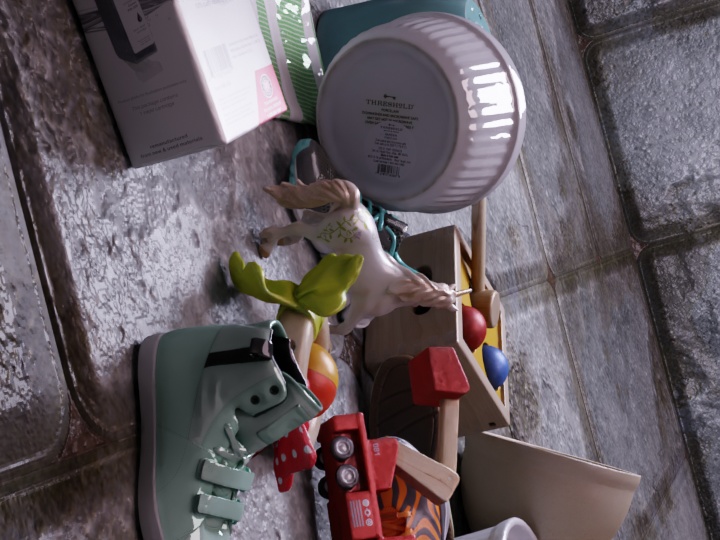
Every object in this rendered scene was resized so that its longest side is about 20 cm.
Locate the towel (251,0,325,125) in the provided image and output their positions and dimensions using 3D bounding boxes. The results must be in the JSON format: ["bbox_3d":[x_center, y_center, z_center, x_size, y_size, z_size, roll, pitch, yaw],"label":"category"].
[{"bbox_3d":[-0.081,-0.218,1.290,0.200,0.023,0.153,0,77,-70],"label":"towel"}]

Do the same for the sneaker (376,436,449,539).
[{"bbox_3d":[0.037,0.252,1.187,0.112,0.077,0.201,-23,98,-71],"label":"sneaker"}]

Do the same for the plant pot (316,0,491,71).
[{"bbox_3d":[0.066,-0.214,1.482,0.200,0.160,0.202,-14,90,-71],"label":"plant pot"}]

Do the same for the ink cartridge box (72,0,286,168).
[{"bbox_3d":[-0.143,-0.193,1.011,0.146,0.084,0.201,-46,121,-68],"label":"ink cartridge box"}]

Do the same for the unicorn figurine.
[{"bbox_3d":[0.000,0.000,1.180,0.074,0.137,0.200,-87,154,-42],"label":"unicorn figurine"}]

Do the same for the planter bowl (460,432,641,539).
[{"bbox_3d":[0.197,0.265,1.487,0.200,0.199,0.135,26,78,-65],"label":"planter bowl"}]

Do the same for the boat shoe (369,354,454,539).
[{"bbox_3d":[0.050,0.181,1.311,0.076,0.071,0.201,8,76,-83],"label":"boat shoe"}]

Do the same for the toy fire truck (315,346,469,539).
[{"bbox_3d":[0.034,0.170,1.157,0.140,0.049,0.201,-2,71,-24],"label":"toy fire truck"}]

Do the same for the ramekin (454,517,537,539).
[{"bbox_3d":[0.131,0.355,1.341,0.200,0.097,0.202,-15,90,-71],"label":"ramekin"}]

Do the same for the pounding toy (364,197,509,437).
[{"bbox_3d":[0.096,0.039,1.406,0.184,0.142,0.201,56,27,-44],"label":"pounding toy"}]

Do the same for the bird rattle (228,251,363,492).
[{"bbox_3d":[-0.046,0.084,1.065,0.163,0.112,0.201,73,14,-62],"label":"bird rattle"}]

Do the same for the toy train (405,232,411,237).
[{"bbox_3d":[0.087,0.023,1.551,0.200,0.042,0.057,53,20,-47],"label":"toy train"}]

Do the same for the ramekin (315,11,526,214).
[{"bbox_3d":[0.050,-0.150,1.305,0.105,0.199,0.201,-18,93,-58],"label":"ramekin"}]

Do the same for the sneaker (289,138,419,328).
[{"bbox_3d":[-0.001,-0.043,1.277,0.078,0.091,0.201,-75,144,-56],"label":"sneaker"}]

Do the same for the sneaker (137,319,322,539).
[{"bbox_3d":[-0.082,0.128,0.893,0.074,0.118,0.202,29,50,-66],"label":"sneaker"}]
